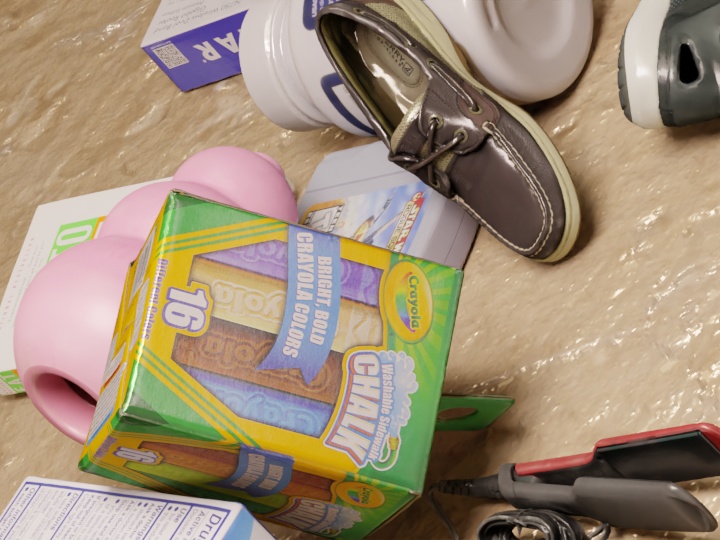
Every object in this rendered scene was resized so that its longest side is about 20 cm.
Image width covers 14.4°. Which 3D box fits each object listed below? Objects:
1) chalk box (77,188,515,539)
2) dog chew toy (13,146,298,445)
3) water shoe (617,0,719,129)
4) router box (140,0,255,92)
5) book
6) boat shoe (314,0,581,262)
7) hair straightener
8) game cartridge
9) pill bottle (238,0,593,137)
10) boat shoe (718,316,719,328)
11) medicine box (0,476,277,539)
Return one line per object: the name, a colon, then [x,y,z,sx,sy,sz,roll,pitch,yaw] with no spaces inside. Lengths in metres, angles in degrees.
chalk box: [-0.025,0.059,1.440,0.124,0.200,0.124,128,157,-66]
dog chew toy: [-0.105,0.008,1.603,0.124,0.125,0.200,-3,40,48]
water shoe: [0.198,-0.147,1.573,0.079,0.072,0.200,5,48,18]
router box: [-0.037,-0.223,1.941,0.200,0.049,0.180,-16,40,38]
book: [-0.141,0.008,1.786,0.200,0.048,0.134,-12,46,39]
boat shoe: [0.042,-0.076,1.567,0.200,0.065,0.073,49,130,29]
hair straightener: [0.095,0.115,1.362,0.200,0.041,0.077,-7,45,49]
game cartridge: [0.000,0.000,1.633,0.133,0.042,0.200,-15,40,45]
pill bottle: [0.028,-0.143,1.696,0.200,0.120,0.120,-10,43,42]
boat shoe: [0.197,0.032,1.328,0.074,0.066,0.200,-29,33,22]
medicine box: [-0.135,0.212,1.456,0.200,0.103,0.182,2,52,50]
